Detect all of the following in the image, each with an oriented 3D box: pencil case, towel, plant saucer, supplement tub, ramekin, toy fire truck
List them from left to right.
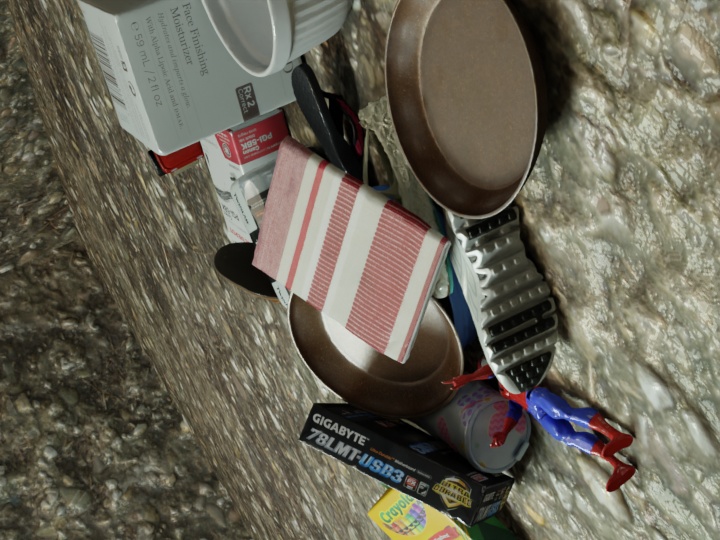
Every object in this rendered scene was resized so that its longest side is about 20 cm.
[{"bbox_3d":[-0.299,-0.263,1.621,0.178,0.127,0.200,63,170,3],"label":"toy fire truck"},{"bbox_3d":[-0.090,-0.307,1.028,0.201,0.104,0.202,50,156,33],"label":"ramekin"},{"bbox_3d":[-0.068,-0.038,1.268,0.203,0.121,0.122,65,160,-2],"label":"supplement tub"},{"bbox_3d":[-0.013,-0.020,0.984,0.199,0.023,0.146,33,124,23],"label":"towel"},{"bbox_3d":[0.019,0.064,1.067,0.197,0.037,0.203,14,128,19],"label":"plant saucer"},{"bbox_3d":[0.101,0.150,1.126,0.091,0.083,0.199,51,167,-25],"label":"pencil case"},{"bbox_3d":[0.087,-0.144,0.834,0.200,0.034,0.204,35,133,48],"label":"plant saucer"}]

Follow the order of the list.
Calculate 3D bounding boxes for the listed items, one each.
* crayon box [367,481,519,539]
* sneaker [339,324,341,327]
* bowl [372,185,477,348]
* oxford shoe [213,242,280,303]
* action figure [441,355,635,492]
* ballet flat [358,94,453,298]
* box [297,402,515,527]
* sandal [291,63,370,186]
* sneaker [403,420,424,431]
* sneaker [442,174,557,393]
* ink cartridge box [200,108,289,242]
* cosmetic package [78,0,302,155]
[{"bbox_3d":[0.091,0.304,1.251,0.200,0.051,0.127,43,140,7],"label":"crayon box"},{"bbox_3d":[0.000,0.000,1.120,0.077,0.091,0.201,-21,115,30],"label":"sneaker"},{"bbox_3d":[0.060,0.000,1.112,0.201,0.039,0.202,51,156,33],"label":"bowl"},{"bbox_3d":[-0.100,0.021,1.366,0.197,0.072,0.072,19,155,2],"label":"oxford shoe"},{"bbox_3d":[0.153,0.139,0.968,0.200,0.098,0.066,41,149,53],"label":"action figure"},{"bbox_3d":[0.037,-0.068,0.984,0.072,0.070,0.204,149,111,-70],"label":"ballet flat"},{"bbox_3d":[0.056,0.201,1.100,0.196,0.050,0.200,23,179,19],"label":"box"},{"bbox_3d":[-0.020,-0.150,1.145,0.075,0.045,0.201,45,167,54],"label":"sandal"},{"bbox_3d":[0.067,0.223,1.306,0.200,0.079,0.071,32,141,54],"label":"sneaker"},{"bbox_3d":[0.122,0.010,0.936,0.081,0.074,0.204,-179,73,-76],"label":"sneaker"},{"bbox_3d":[-0.144,-0.125,1.411,0.146,0.082,0.203,32,142,55],"label":"ink cartridge box"},{"bbox_3d":[-0.193,-0.260,1.203,0.165,0.198,0.167,34,145,55],"label":"cosmetic package"}]
